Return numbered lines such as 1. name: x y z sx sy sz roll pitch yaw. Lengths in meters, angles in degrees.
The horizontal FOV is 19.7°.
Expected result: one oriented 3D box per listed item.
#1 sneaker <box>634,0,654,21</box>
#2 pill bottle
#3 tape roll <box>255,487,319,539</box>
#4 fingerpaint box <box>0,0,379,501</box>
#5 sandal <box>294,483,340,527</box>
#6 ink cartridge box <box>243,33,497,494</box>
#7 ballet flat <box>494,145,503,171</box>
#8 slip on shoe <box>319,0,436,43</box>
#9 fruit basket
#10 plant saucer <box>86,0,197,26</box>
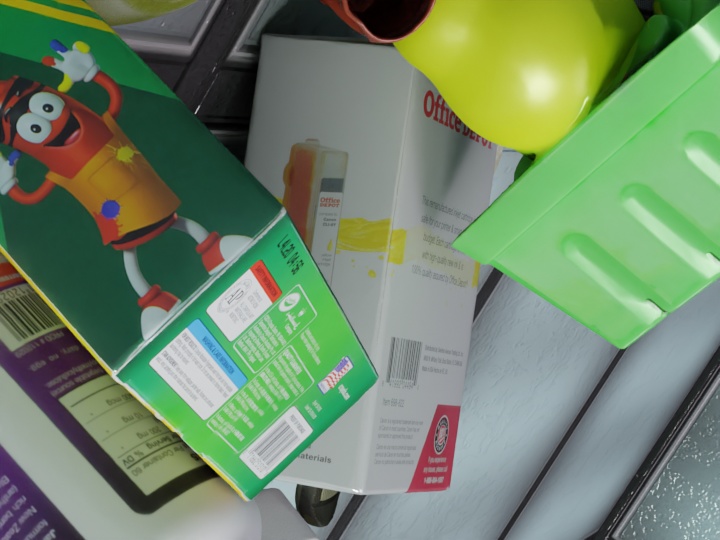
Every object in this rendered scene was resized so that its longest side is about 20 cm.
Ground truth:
1. sneaker: 0.109 -0.184 0.910 0.114 0.075 0.201 -63 142 -60
2. pill bottle: -0.108 0.095 0.786 0.111 0.200 0.112 -40 163 -15
3. tape roll: -0.108 0.189 1.060 0.202 0.037 0.203 -39 168 -10
4. fingerpaint box: -0.083 -0.023 0.692 0.073 0.167 0.200 -42 161 -5
5. sandal: -0.031 0.076 1.158 0.201 0.057 0.080 -95 -162 -67
6. ink cartridge box: 0.000 0.000 0.982 0.145 0.083 0.202 16 82 -70
7. ballet flat: 0.048 -0.080 1.104 0.063 0.067 0.201 -60 175 -37
8. slip on shoe: 0.000 -0.147 0.757 0.074 0.061 0.200 -37 160 -10
9. fruit basket: 0.108 -0.089 0.899 0.155 0.215 0.216 -42 159 -43
10. plant saucer: -0.050 -0.168 0.752 0.200 0.031 0.200 -48 162 -21
